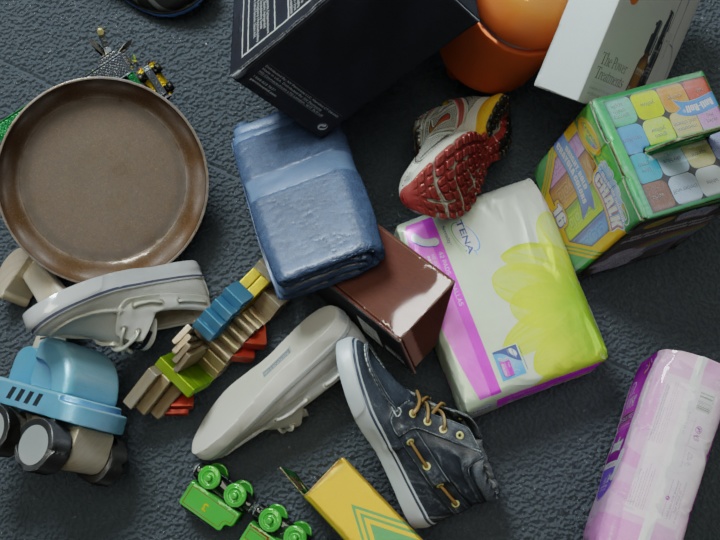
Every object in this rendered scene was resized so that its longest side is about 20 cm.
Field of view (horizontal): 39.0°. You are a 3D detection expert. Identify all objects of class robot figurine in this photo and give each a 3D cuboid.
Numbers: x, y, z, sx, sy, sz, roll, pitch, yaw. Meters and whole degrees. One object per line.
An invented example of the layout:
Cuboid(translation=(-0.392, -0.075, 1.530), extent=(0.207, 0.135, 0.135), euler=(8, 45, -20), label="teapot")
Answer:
Cuboid(translation=(0.146, -0.248, 0.989), extent=(0.116, 0.200, 0.144), euler=(-38, 87, -19), label="robot figurine")

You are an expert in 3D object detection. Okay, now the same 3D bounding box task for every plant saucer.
Cuboid(translation=(-0.248, -0.086, 0.988), extent=(0.199, 0.032, 0.201), euler=(-3, 101, -14), label="plant saucer")

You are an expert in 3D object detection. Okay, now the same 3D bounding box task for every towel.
Cuboid(translation=(-0.052, -0.071, 0.959), extent=(0.111, 0.049, 0.201), euler=(-19, 55, 0), label="towel")

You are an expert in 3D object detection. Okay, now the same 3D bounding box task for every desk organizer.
Cuboid(translation=(0.000, 0.000, 0.973), extent=(0.077, 0.072, 0.200), euler=(-45, 60, -12), label="desk organizer")

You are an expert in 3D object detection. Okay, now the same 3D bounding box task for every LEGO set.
Cuboid(translation=(-0.279, -0.139, 1.049), extent=(0.200, 0.116, 0.154), euler=(-42, 107, -4), label="LEGO set")

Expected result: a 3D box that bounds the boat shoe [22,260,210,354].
Cuboid(translation=(-0.219, 0.043, 0.957), extent=(0.071, 0.200, 0.070), euler=(-33, 78, 35), label="boat shoe")

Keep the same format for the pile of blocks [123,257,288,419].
Cuboid(translation=(-0.136, 0.074, 0.984), extent=(0.062, 0.082, 0.200), euler=(41, 82, 7), label="pile of blocks")

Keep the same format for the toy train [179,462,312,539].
Cuboid(translation=(-0.083, 0.253, 0.960), extent=(0.200, 0.042, 0.057), euler=(33, 89, 10), label="toy train")

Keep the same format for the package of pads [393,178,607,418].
Cuboid(translation=(0.136, 0.024, 0.988), extent=(0.154, 0.068, 0.201), euler=(-19, 75, -6), label="package of pads")

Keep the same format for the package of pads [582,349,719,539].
Cuboid(translation=(0.266, 0.176, 0.922), extent=(0.075, 0.121, 0.201), euler=(21, 78, 7), label="package of pads")

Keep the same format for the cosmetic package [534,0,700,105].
Cuboid(translation=(0.250, -0.225, 0.959), extent=(0.052, 0.200, 0.151), euler=(26, 105, 30), label="cosmetic package")

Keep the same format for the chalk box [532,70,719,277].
Cuboid(translation=(0.264, -0.095, 0.938), extent=(0.124, 0.200, 0.124), euler=(-15, 74, -17), label="chalk box")

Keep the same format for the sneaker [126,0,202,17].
Cuboid(translation=(-0.251, -0.335, 1.091), extent=(0.199, 0.083, 0.071), euler=(26, 79, 8), label="sneaker")

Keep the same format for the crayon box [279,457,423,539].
Cuboid(translation=(0.017, 0.237, 0.913), extent=(0.051, 0.127, 0.200), euler=(-44, 79, -8), label="crayon box")

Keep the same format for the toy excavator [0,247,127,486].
Cuboid(translation=(-0.293, 0.086, 0.973), extent=(0.194, 0.100, 0.201), euler=(9, 76, 34), label="toy excavator")

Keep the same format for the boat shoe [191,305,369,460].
Cuboid(translation=(-0.075, 0.120, 0.978), extent=(0.200, 0.072, 0.069), euler=(-45, 113, 2), label="boat shoe")

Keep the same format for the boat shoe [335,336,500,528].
Cuboid(translation=(0.054, 0.137, 0.933), extent=(0.091, 0.071, 0.201), euler=(-22, 106, 13), label="boat shoe")

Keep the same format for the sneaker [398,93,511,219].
Cuboid(translation=(0.083, -0.112, 0.995), extent=(0.082, 0.078, 0.200), euler=(7, 32, 26), label="sneaker")

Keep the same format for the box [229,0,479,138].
Cuboid(translation=(-0.009, -0.266, 0.932), extent=(0.198, 0.123, 0.201), euler=(-32, 44, 33), label="box")
